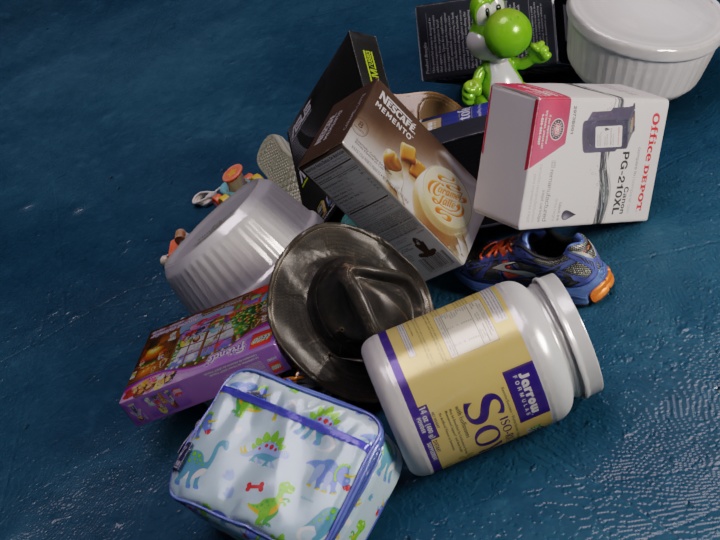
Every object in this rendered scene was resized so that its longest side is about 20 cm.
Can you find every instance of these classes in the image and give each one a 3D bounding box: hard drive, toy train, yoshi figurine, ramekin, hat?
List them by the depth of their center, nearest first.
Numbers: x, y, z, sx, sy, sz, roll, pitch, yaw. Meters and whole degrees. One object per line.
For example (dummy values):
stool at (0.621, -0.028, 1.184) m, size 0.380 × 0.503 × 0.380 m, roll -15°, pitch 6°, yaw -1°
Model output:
hat at (0.007, 0.037, 1.304) m, size 0.201 × 0.201 × 0.081 m, roll -42°, pitch 8°, yaw -28°
hard drive at (0.151, -0.114, 1.500) m, size 0.200 × 0.135 × 0.042 m, roll -12°, pitch 19°, yaw 13°
ramekin at (-0.147, -0.025, 1.521) m, size 0.202 × 0.094 × 0.202 m, roll -40°, pitch 14°, yaw 12°
yoshi figurine at (0.185, -0.253, 1.614) m, size 0.112 × 0.200 × 0.112 m, roll 0°, pitch 28°, yaw 30°
ramekin at (0.358, -0.297, 1.620) m, size 0.202 × 0.094 × 0.202 m, roll 3°, pitch 43°, yaw -3°
toy train at (-0.203, -0.082, 1.743) m, size 0.150 × 0.056 × 0.200 m, roll -13°, pitch 34°, yaw 13°

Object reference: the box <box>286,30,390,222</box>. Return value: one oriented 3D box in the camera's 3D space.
box at (-0.022, -0.163, 1.589) m, size 0.047 × 0.200 × 0.193 m, roll 5°, pitch 54°, yaw -29°

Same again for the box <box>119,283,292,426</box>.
box at (-0.157, 0.086, 1.382) m, size 0.200 × 0.039 × 0.137 m, roll -22°, pitch 27°, yaw 20°

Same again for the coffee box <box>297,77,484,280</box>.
coffee box at (0.042, -0.098, 1.412) m, size 0.080 × 0.200 × 0.114 m, roll -24°, pitch 29°, yaw 44°

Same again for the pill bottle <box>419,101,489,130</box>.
pill bottle at (0.127, -0.142, 1.579) m, size 0.200 × 0.116 × 0.116 m, roll -14°, pitch 34°, yaw 13°

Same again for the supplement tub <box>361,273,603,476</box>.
supplement tub at (0.115, 0.097, 1.213) m, size 0.200 × 0.145 × 0.145 m, roll -23°, pitch 33°, yaw 0°

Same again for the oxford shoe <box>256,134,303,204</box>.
oxford shoe at (-0.091, -0.122, 1.733) m, size 0.075 × 0.058 × 0.200 m, roll -53°, pitch 32°, yaw 19°

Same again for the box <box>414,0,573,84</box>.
box at (0.197, -0.322, 1.749) m, size 0.200 × 0.107 × 0.148 m, roll -3°, pitch 4°, yaw 27°

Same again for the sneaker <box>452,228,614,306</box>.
sneaker at (0.183, -0.018, 1.400) m, size 0.200 × 0.078 × 0.075 m, roll 5°, pitch 41°, yaw 36°

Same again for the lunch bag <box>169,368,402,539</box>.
lunch bag at (-0.071, 0.186, 1.203) m, size 0.200 × 0.082 × 0.161 m, roll 19°, pitch 67°, yaw 32°

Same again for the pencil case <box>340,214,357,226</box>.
pencil case at (0.000, 0.000, 1.460) m, size 0.085 × 0.092 × 0.200 m, roll 17°, pitch 30°, yaw 1°

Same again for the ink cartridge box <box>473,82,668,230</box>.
ink cartridge box at (0.234, -0.128, 1.396) m, size 0.200 × 0.145 × 0.084 m, roll -5°, pitch 21°, yaw -35°

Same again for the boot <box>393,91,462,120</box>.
boot at (0.052, -0.188, 1.722) m, size 0.155 × 0.200 × 0.077 m, roll 143°, pitch 139°, yaw -70°

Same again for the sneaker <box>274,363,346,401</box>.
sneaker at (-0.071, 0.138, 1.328) m, size 0.078 × 0.077 × 0.200 m, roll 3°, pitch 42°, yaw 31°

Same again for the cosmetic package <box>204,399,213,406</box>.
cosmetic package at (-0.105, 0.076, 1.461) m, size 0.082 × 0.051 × 0.200 m, roll -3°, pitch 37°, yaw 37°
